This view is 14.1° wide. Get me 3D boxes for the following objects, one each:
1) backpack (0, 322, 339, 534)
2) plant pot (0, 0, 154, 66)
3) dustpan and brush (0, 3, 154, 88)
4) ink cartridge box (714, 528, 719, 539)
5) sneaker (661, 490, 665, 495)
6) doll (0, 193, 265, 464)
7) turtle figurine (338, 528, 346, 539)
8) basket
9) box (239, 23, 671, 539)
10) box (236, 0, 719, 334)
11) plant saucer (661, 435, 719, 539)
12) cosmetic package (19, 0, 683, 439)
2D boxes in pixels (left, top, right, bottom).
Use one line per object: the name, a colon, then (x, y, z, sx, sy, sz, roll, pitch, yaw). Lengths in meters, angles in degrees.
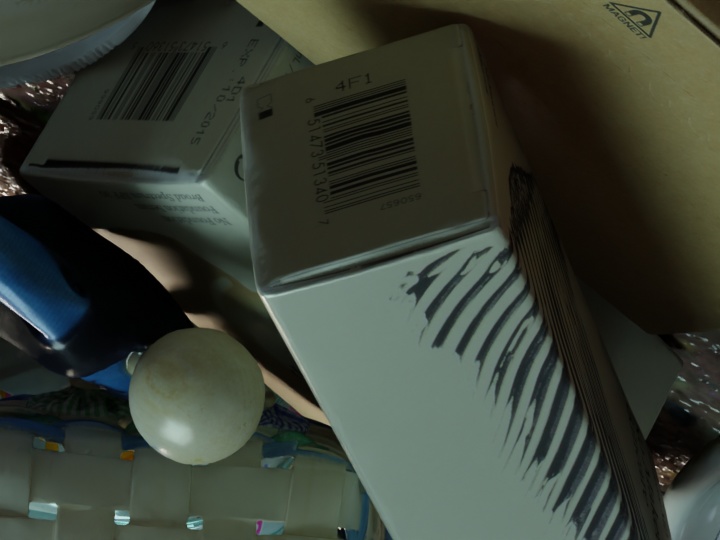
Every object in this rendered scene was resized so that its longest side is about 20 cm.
backpack: (-0.098, 0.054, 1.084, 0.199, 0.167, 0.127, 9, 154, 27)
plant pot: (-0.087, -0.162, 0.507, 0.200, 0.200, 0.174, 29, 145, 1)
dustpan and brush: (-0.153, -0.092, 0.929, 0.139, 0.057, 0.200, 33, 160, -12)
ink cartridge box: (0.200, 0.097, 0.818, 0.200, 0.042, 0.120, 27, 140, 10)
sneaker: (0.103, 0.131, 1.042, 0.200, 0.089, 0.080, 27, 166, -28)
doll: (-0.100, 0.003, 0.891, 0.200, 0.049, 0.136, 28, 177, 38)
turtle figurine: (-0.010, 0.128, 1.138, 0.100, 0.150, 0.200, 20, 157, -34)
basket: (-0.065, 0.109, 0.949, 0.176, 0.140, 0.200, 6, 165, -5)
box: (0.032, 0.031, 0.816, 0.068, 0.082, 0.200, -16, 138, 11)
box: (0.061, -0.049, 0.793, 0.200, 0.021, 0.163, 37, 158, -23)
plant saucer: (0.190, 0.100, 0.899, 0.200, 0.050, 0.200, 18, 139, 16)
cosmetic package: (0.000, 0.000, 0.927, 0.200, 0.071, 0.105, 42, 157, -32)
